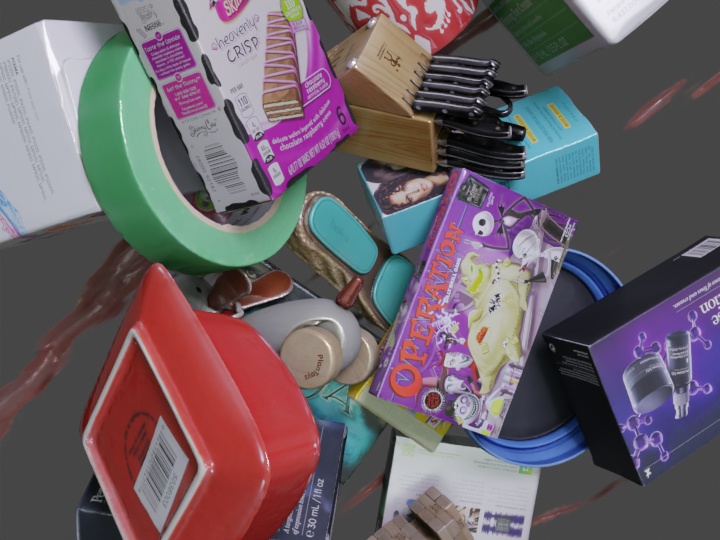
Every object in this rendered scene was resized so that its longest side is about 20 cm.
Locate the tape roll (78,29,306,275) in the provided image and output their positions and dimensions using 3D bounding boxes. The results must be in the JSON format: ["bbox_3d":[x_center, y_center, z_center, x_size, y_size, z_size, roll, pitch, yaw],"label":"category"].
[{"bbox_3d":[-0.121,-0.098,0.722,0.048,0.200,0.201,-11,97,34],"label":"tape roll"}]

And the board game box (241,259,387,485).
[{"bbox_3d":[-0.059,0.090,0.879,0.200,0.028,0.135,34,94,-5],"label":"board game box"}]

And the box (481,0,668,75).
[{"bbox_3d":[0.196,-0.295,0.769,0.200,0.199,0.171,-41,96,1],"label":"box"}]

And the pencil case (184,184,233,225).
[{"bbox_3d":[-0.133,-0.118,0.826,0.087,0.087,0.200,-13,94,-1],"label":"pencil case"}]

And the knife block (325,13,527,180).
[{"bbox_3d":[0.043,-0.126,0.804,0.176,0.200,0.064,37,60,-23],"label":"knife block"}]

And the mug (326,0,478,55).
[{"bbox_3d":[0.012,-0.293,0.779,0.200,0.133,0.178,49,51,-33],"label":"mug"}]

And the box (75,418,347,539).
[{"bbox_3d":[-0.121,0.202,0.805,0.200,0.148,0.107,8,123,1],"label":"box"}]

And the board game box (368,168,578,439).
[{"bbox_3d":[0.096,0.029,0.785,0.120,0.032,0.200,21,88,-15],"label":"board game box"}]

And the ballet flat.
[{"bbox_3d":[0.000,0.000,0.851,0.200,0.065,0.071,48,62,-29],"label":"ballet flat"}]

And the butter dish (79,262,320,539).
[{"bbox_3d":[-0.099,0.123,0.689,0.148,0.199,0.200,-1,133,-41],"label":"butter dish"}]

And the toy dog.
[{"bbox_3d":[-0.072,0.028,0.792,0.200,0.132,0.096,19,96,1],"label":"toy dog"}]

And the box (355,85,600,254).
[{"bbox_3d":[0.104,-0.091,0.836,0.200,0.082,0.049,-22,136,-2],"label":"box"}]

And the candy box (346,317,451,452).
[{"bbox_3d":[0.081,0.056,0.852,0.102,0.026,0.200,38,81,-28],"label":"candy box"}]

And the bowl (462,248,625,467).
[{"bbox_3d":[0.162,0.077,0.854,0.200,0.039,0.201,-3,98,-23],"label":"bowl"}]

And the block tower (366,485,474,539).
[{"bbox_3d":[0.010,0.278,0.820,0.200,0.054,0.058,-37,117,-14],"label":"block tower"}]

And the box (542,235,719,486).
[{"bbox_3d":[0.283,0.076,0.838,0.200,0.079,0.141,-28,106,-16],"label":"box"}]

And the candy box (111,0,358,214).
[{"bbox_3d":[-0.091,-0.162,0.687,0.061,0.136,0.200,-11,114,36],"label":"candy box"}]

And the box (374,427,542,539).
[{"bbox_3d":[0.086,0.259,0.899,0.144,0.036,0.200,9,94,-3],"label":"box"}]

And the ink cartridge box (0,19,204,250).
[{"bbox_3d":[-0.258,-0.102,0.758,0.200,0.145,0.145,-14,96,27],"label":"ink cartridge box"}]
